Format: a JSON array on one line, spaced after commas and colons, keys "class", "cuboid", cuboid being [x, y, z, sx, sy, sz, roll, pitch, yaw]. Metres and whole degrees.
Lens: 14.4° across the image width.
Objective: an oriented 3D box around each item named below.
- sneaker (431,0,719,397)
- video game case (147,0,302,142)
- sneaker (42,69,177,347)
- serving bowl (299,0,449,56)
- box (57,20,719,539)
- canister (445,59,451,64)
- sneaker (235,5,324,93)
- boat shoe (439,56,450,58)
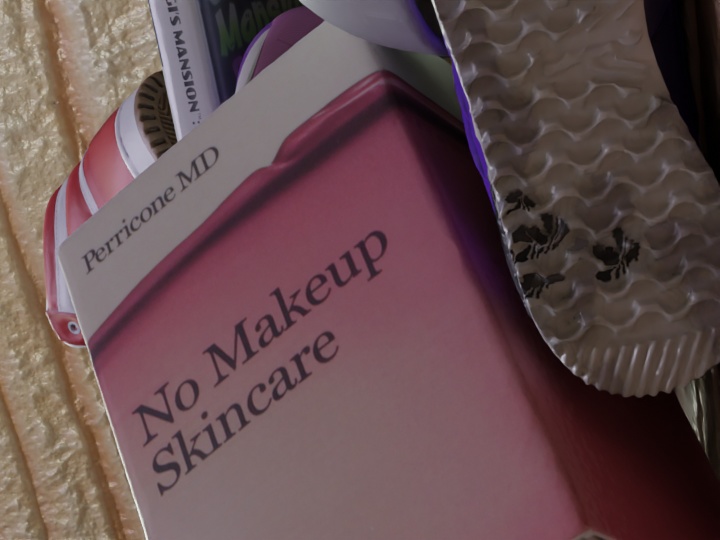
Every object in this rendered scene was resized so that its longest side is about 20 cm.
[{"class": "sneaker", "cuboid": [0.048, -0.073, 0.739, 0.100, 0.069, 0.201, -102, 2, -77]}, {"class": "video game case", "cuboid": [-0.031, -0.108, 1.090, 0.200, 0.023, 0.182, -37, -63, -65]}, {"class": "sneaker", "cuboid": [-0.053, 0.028, 1.146, 0.112, 0.071, 0.200, -38, 82, 44]}, {"class": "serving bowl", "cuboid": [-0.004, -0.158, 0.773, 0.200, 0.066, 0.201, 1, -90, -74]}, {"class": "box", "cuboid": [0.012, 0.047, 0.805, 0.109, 0.128, 0.200, 31, -153, -45]}, {"class": "canister", "cuboid": [0.026, -0.024, 1.272, 0.149, 0.086, 0.201, 124, 133, -86]}, {"class": "sneaker", "cuboid": [0.000, 0.000, 1.020, 0.088, 0.080, 0.201, -141, 30, -70]}, {"class": "boat shoe", "cuboid": [0.024, -0.158, 0.900, 0.070, 0.066, 0.200, 95, 165, -78]}]
